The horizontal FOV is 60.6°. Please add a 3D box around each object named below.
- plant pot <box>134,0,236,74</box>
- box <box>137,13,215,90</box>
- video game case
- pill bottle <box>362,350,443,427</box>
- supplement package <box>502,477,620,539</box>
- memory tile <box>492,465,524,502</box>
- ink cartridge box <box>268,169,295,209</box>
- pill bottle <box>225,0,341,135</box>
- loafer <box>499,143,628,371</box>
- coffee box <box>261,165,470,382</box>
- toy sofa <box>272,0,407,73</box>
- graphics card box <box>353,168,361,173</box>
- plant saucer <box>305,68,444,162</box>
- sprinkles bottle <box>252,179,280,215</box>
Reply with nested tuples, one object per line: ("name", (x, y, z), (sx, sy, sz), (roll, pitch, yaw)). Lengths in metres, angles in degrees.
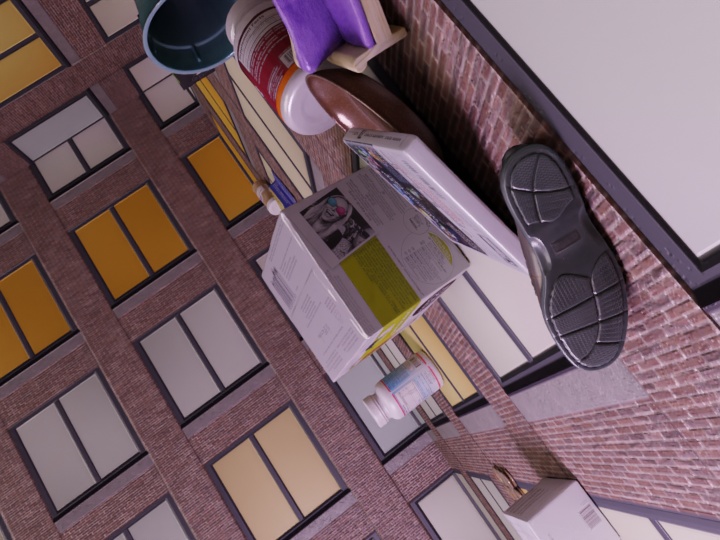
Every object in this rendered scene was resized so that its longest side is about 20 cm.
("plant pot", (-0.310, -0.486, 1.060), (0.198, 0.197, 0.201), (62, 174, 17))
("box", (-0.551, -0.683, 1.857), (0.202, 0.123, 0.149), (55, 172, 13))
("video game case", (0.083, -0.079, 0.664), (0.199, 0.023, 0.182), (39, 179, -25))
("pill bottle", (0.107, 0.305, 1.570), (0.110, 0.198, 0.109), (53, 171, 12))
("supplement package", (0.339, 0.440, 1.067), (0.114, 0.109, 0.200), (53, 171, 14))
("memory tile", (0.406, 0.587, 1.558), (0.202, 0.017, 0.153), (56, 171, 8))
("ink cartridge box", (-0.253, -0.224, 2.161), (0.198, 0.047, 0.201), (50, 172, 41))
("pill bottle", (-0.101, -0.285, 0.831), (0.201, 0.112, 0.113), (52, 171, 29))
("loafer", (0.170, -0.014, 0.520), (0.063, 0.071, 0.203), (-84, -29, -72))
("coffee box", (0.000, 0.000, 0.889), (0.201, 0.196, 0.200), (53, 152, 11))
("toy sofa", (-0.044, -0.284, 0.565), (0.083, 0.097, 0.202), (43, 164, 57))
("graphics card box", (0.041, -0.065, 1.065), (0.201, 0.050, 0.126), (55, 171, 15))
("plant saucer", (0.025, -0.162, 0.692), (0.199, 0.037, 0.200), (39, 178, 1))
("sprinkles bottle", (-0.370, -0.296, 2.469), (0.200, 0.068, 0.069), (48, 169, 46))
